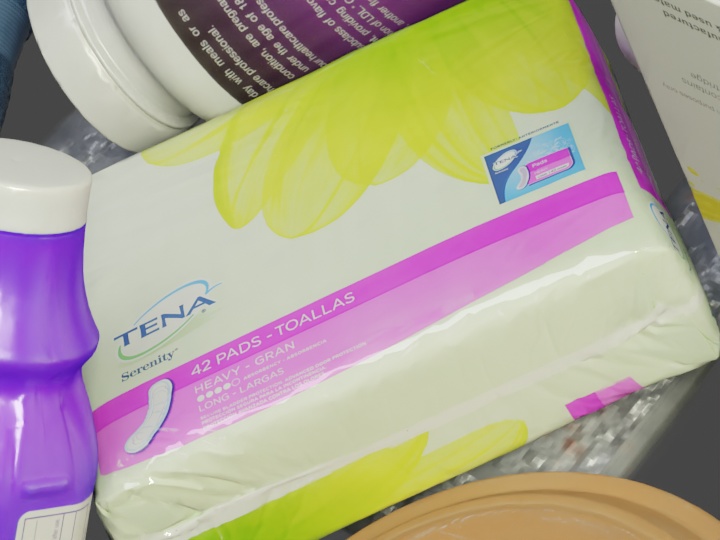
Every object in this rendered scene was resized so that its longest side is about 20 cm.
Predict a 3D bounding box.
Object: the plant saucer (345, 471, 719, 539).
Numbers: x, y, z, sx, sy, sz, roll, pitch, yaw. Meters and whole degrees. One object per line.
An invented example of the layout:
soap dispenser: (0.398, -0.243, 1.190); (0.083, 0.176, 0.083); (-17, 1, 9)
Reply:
plant saucer: (0.036, 0.142, 0.830); (0.199, 0.032, 0.201); (-15, 49, 18)

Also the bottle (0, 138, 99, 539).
bottle: (-0.119, 0.061, 0.879); (0.083, 0.065, 0.201); (28, 114, 44)

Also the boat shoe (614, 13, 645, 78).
boat shoe: (0.157, -0.132, 0.969); (0.200, 0.071, 0.064); (-36, 45, -13)

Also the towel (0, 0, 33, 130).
towel: (-0.178, -0.096, 1.131); (0.111, 0.049, 0.201); (-4, 52, 25)

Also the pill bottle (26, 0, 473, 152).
pill bottle: (-0.015, -0.122, 0.990); (0.199, 0.112, 0.113); (-30, 44, 21)

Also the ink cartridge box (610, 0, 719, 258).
ink cartridge box: (0.162, -0.065, 0.815); (0.083, 0.200, 0.145); (29, 71, 38)

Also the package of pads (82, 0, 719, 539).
package of pads: (0.000, 0.000, 0.934); (0.199, 0.068, 0.155); (-25, 41, 8)
